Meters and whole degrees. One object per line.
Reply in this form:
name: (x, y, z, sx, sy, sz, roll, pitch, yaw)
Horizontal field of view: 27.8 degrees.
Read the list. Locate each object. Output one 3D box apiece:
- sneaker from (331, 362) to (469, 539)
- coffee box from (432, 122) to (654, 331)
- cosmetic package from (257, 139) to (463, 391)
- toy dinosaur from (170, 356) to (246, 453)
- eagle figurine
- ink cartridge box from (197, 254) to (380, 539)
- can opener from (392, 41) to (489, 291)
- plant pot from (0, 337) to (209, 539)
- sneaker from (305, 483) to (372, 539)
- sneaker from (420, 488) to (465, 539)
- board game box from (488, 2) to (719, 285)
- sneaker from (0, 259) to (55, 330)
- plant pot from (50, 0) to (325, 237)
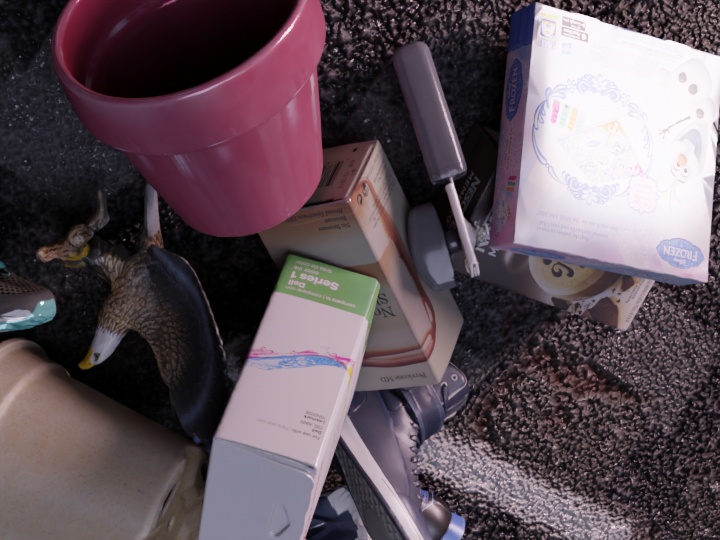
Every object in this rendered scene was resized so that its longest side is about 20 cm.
sneaker: (0.053, 0.162, 1.300, 0.145, 0.203, 0.077, -21, 155, -23)
coffee box: (0.168, -0.036, 1.287, 0.199, 0.080, 0.114, 18, 111, -24)
cosmetic package: (0.000, 0.000, 1.233, 0.103, 0.088, 0.201, -9, 126, 29)
toy dinosaur: (-0.138, 0.158, 1.323, 0.105, 0.200, 0.182, 45, 65, -13)
eagle figurine: (-0.168, 0.038, 1.187, 0.200, 0.152, 0.151, 39, 130, -4)
ink cartridge box: (-0.056, 0.113, 1.152, 0.083, 0.201, 0.145, 17, 136, 3)
can opener: (0.058, -0.085, 1.192, 0.066, 0.053, 0.202, -13, 87, 1)
plant pot: (-0.227, 0.179, 1.178, 0.182, 0.200, 0.202, 18, 116, 14)
sneaker: (-0.049, 0.252, 1.339, 0.198, 0.080, 0.129, -3, 161, -44)
sneaker: (0.012, 0.291, 1.431, 0.078, 0.070, 0.200, 38, 104, -13)
board game box: (0.209, -0.101, 1.221, 0.198, 0.043, 0.201, 11, 79, -26)
sneaker: (-0.316, -0.013, 1.110, 0.199, 0.077, 0.092, 18, 103, 22)
plant pot: (-0.111, -0.132, 1.104, 0.199, 0.201, 0.180, -23, 138, -3)
